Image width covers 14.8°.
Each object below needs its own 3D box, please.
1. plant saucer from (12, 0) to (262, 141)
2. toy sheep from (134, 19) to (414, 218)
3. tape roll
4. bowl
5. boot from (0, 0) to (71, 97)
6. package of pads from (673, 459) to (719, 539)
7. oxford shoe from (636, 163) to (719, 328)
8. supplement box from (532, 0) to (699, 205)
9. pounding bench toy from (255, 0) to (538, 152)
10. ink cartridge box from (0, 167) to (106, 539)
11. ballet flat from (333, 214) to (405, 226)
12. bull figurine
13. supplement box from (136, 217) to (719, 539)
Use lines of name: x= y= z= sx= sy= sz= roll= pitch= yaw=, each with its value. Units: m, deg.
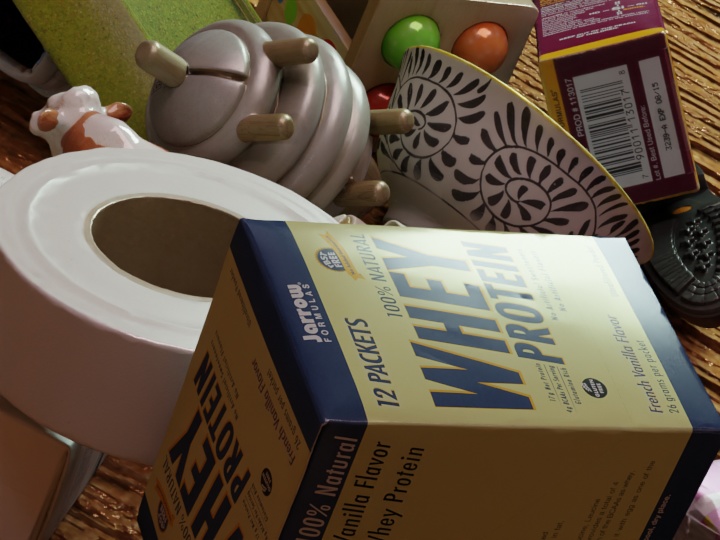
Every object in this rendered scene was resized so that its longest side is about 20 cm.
plant saucer: x=-0.127 y=-0.161 z=1.735 sx=0.201 sy=0.048 sz=0.200 roll=57 pitch=29 yaw=-16
toy sheep: x=-0.057 y=-0.086 z=1.627 sx=0.200 sy=0.138 sz=0.138 roll=39 pitch=18 yaw=-40
tape roll: x=-0.095 y=0.017 z=1.399 sx=0.201 sy=0.071 sz=0.203 roll=13 pitch=28 yaw=-7
bowl: x=0.076 y=-0.037 z=1.715 sx=0.200 sy=0.094 sz=0.201 roll=39 pitch=-10 yaw=8
boot: x=-0.217 y=-0.180 z=1.754 sx=0.200 sy=0.074 sz=0.095 roll=51 pitch=13 yaw=34
package of pads: x=0.234 y=0.158 z=1.542 sx=0.199 sy=0.121 sz=0.076 roll=-8 pitch=44 yaw=-39
oxford shoe: x=0.218 y=-0.003 z=1.784 sx=0.072 sy=0.085 sz=0.200 roll=-16 pitch=22 yaw=4
supplement box: x=0.168 y=-0.122 z=1.840 sx=0.085 sy=0.111 sz=0.200 roll=-12 pitch=17 yaw=6
pounding bench toy: x=0.037 y=-0.194 z=1.844 sx=0.124 sy=0.201 sz=0.156 roll=2 pitch=37 yaw=-30
ink cartridge box: x=-0.190 y=0.043 z=1.468 sx=0.146 sy=0.083 sz=0.200 roll=26 pitch=32 yaw=2
ballet flat: x=0.000 y=0.000 z=1.593 sx=0.067 sy=0.064 sz=0.200 roll=31 pitch=-8 yaw=-32
bull figurine: x=-0.114 y=-0.021 z=1.568 sx=0.199 sy=0.122 sz=0.065 roll=26 pitch=29 yaw=13
supplement box: x=0.026 y=0.096 z=1.277 sx=0.199 sy=0.201 sz=0.135 roll=2 pitch=40 yaw=-24
